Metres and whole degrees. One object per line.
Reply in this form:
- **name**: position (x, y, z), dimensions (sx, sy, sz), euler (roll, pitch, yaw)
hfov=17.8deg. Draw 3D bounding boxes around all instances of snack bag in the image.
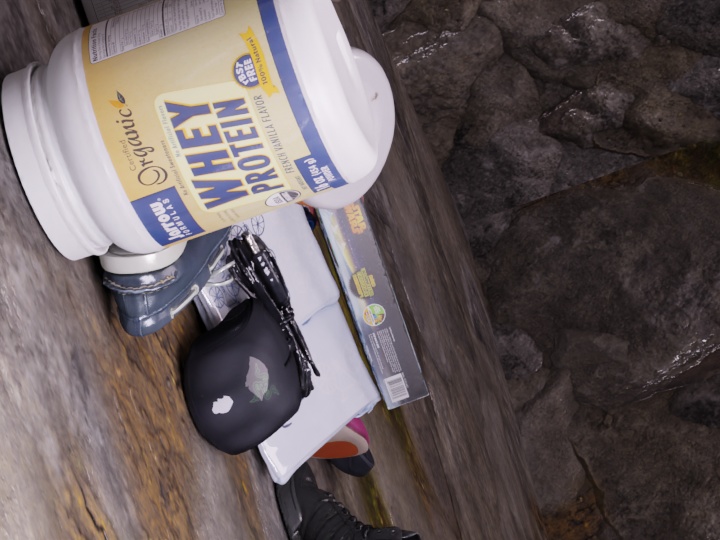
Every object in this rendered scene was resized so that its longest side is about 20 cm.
- **snack bag**: position (-0.058, 0.049, 1.796), dimensions (0.189, 0.021, 0.201), euler (-37, 107, -58)

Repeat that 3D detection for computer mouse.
- **computer mouse**: position (-0.071, 0.060, 1.667), dimensions (0.139, 0.053, 0.200), euler (66, 21, -16)
- **computer mouse**: position (-0.041, 0.124, 2.013), dimensions (0.200, 0.034, 0.059), euler (54, 8, -45)

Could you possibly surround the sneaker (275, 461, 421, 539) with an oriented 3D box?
- **sneaker**: position (0.002, 0.218, 1.762), dimensions (0.060, 0.104, 0.200), euler (61, 12, -50)

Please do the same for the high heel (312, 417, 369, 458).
- **high heel**: position (-0.041, 0.091, 1.896), dimensions (0.200, 0.067, 0.096), euler (50, 32, -62)

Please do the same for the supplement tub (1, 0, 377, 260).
- **supplement tub**: position (-0.103, -0.095, 1.400), dimensions (0.144, 0.199, 0.145), euler (-19, 90, -82)

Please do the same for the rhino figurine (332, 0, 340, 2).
- **rhino figurine**: position (-0.026, -0.249, 1.744), dimensions (0.200, 0.060, 0.088), euler (-87, 168, -69)

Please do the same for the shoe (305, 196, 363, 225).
- **shoe**: position (-0.043, -0.075, 2.064), dimensions (0.200, 0.091, 0.072), euler (-162, -129, -81)

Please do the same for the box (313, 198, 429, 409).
- **box**: position (0.000, 0.000, 1.902), dimensions (0.137, 0.040, 0.201), euler (-117, -172, -72)

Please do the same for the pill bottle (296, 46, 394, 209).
- **pill bottle**: position (-0.084, -0.110, 1.562), dimensions (0.109, 0.200, 0.110), euler (-21, 117, -48)

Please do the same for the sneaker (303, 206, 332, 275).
- **sneaker**: position (-0.083, -0.054, 1.932), dimensions (0.074, 0.082, 0.201), euler (43, 27, -72)

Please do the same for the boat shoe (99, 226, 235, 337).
- **boat shoe**: position (-0.122, -0.012, 1.521), dimensions (0.200, 0.075, 0.062), euler (-71, 158, -71)

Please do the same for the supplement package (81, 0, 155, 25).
- **supplement package**: position (-0.111, -0.170, 1.740), dimensions (0.152, 0.150, 0.201), euler (15, 56, -83)
